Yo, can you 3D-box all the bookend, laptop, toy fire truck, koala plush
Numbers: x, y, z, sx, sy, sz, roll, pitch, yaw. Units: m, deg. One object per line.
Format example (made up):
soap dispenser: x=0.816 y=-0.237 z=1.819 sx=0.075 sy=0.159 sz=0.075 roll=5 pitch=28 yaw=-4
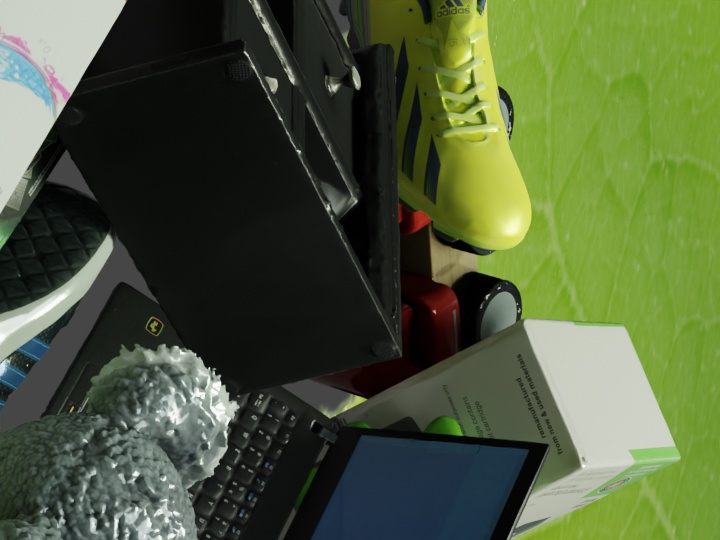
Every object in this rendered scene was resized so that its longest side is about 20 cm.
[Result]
bookend: x=-0.056 y=-0.085 z=1.245 sx=0.199 sy=0.092 sz=0.200 roll=63 pitch=19 yaw=-44
laptop: x=-0.048 y=0.109 z=1.257 sx=0.103 sy=0.200 sz=0.177 roll=-39 pitch=-161 yaw=55
toy fire truck: x=0.000 y=0.000 z=1.441 sx=0.200 sy=0.129 sz=0.176 roll=-32 pitch=128 yaw=-43
koala plush: x=-0.114 y=0.131 z=1.093 sx=0.177 sy=0.184 sz=0.200 roll=-48 pitch=159 yaw=-46

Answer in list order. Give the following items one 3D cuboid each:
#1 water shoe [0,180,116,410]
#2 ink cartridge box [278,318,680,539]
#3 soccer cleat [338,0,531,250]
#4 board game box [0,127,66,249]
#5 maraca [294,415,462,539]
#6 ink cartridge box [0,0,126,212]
water shoe: x=-0.174 y=0.037 z=1.157 sx=0.200 sy=0.071 sz=0.079 roll=-49 pitch=162 yaw=-42
ink cartridge box: x=0.043 y=0.103 z=1.442 sx=0.145 sy=0.200 sz=0.084 roll=3 pitch=61 yaw=-64
soccer cleat: x=0.040 y=-0.099 z=1.375 sx=0.065 sy=0.200 sz=0.084 roll=3 pitch=139 yaw=-29
board game box: x=-0.169 y=-0.053 z=1.120 sx=0.200 sy=0.023 sz=0.105 roll=-63 pitch=140 yaw=-45
maraca: x=0.015 y=0.164 z=1.321 sx=0.107 sy=0.137 sz=0.200 roll=63 pitch=26 yaw=-62
ink cartridge box: x=-0.179 y=-0.081 z=0.986 sx=0.200 sy=0.147 sz=0.086 roll=-62 pitch=139 yaw=-32
